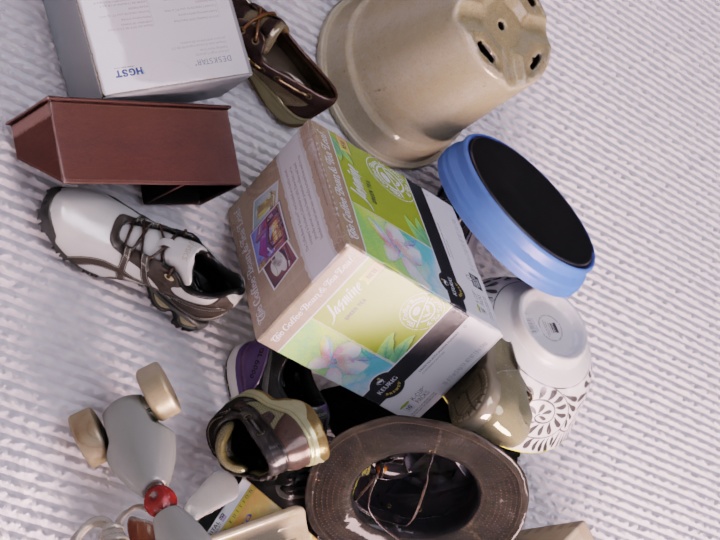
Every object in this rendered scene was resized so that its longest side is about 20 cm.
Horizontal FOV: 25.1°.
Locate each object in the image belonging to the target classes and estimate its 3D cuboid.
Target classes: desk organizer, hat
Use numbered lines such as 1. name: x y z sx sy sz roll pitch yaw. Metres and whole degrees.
1. desk organizer: -0.207 -0.104 1.448 0.200 0.072 0.077 -2 76 -43
2. hat: 0.052 0.188 1.469 0.201 0.200 0.081 46 23 -21

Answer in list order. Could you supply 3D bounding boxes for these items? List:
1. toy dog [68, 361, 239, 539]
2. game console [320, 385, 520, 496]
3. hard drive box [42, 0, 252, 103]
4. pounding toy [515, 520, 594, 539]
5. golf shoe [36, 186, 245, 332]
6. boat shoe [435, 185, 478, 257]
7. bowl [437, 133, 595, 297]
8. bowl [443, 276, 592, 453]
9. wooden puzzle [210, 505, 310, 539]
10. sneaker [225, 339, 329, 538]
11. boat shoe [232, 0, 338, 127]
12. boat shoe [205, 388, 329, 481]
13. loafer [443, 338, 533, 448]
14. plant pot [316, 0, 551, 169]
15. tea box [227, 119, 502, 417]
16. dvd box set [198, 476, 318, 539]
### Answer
1. toy dog: -0.171 0.180 1.360 0.096 0.132 0.200 61 20 -56
2. game console: 0.052 0.205 1.622 0.200 0.116 0.176 -9 113 -42
3. hard drive box: -0.205 -0.252 1.481 0.156 0.077 0.200 -13 85 -32
4. pounding toy: 0.190 0.380 1.603 0.200 0.142 0.184 -34 99 -42
5. golf shoe: -0.187 -0.022 1.432 0.200 0.094 0.078 31 59 -29
6. boat shoe: 0.088 -0.045 1.694 0.068 0.072 0.200 48 47 -19
7. bowl: 0.165 -0.061 1.675 0.201 0.039 0.201 37 26 -21
8. bowl: 0.170 0.076 1.658 0.200 0.094 0.201 21 47 -24
9. wooden puzzle: -0.101 0.322 1.386 0.185 0.046 0.200 -16 98 -30
10. sneaker: -0.066 0.156 1.485 0.076 0.087 0.200 -9 83 -43
11. boat shoe: -0.098 -0.230 1.588 0.200 0.072 0.072 51 50 -16
12. boat shoe: -0.097 0.144 1.395 0.065 0.200 0.073 -18 91 -28
13. loafer: 0.120 0.114 1.510 0.068 0.076 0.200 42 17 -11
14. plant pot: 0.089 -0.224 1.675 0.200 0.183 0.201 14 68 -38
15. tea box: 0.000 0.000 1.508 0.197 0.134 0.200 28 26 -32
16. dvd box set: -0.080 0.298 1.445 0.200 0.029 0.146 44 67 -23
